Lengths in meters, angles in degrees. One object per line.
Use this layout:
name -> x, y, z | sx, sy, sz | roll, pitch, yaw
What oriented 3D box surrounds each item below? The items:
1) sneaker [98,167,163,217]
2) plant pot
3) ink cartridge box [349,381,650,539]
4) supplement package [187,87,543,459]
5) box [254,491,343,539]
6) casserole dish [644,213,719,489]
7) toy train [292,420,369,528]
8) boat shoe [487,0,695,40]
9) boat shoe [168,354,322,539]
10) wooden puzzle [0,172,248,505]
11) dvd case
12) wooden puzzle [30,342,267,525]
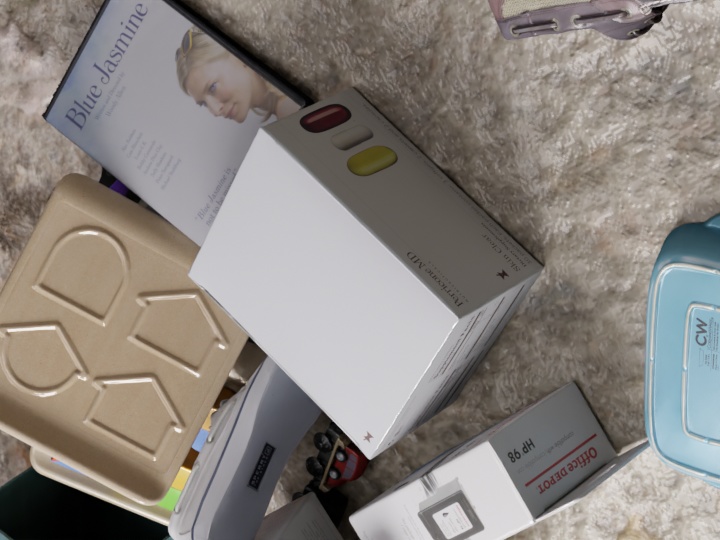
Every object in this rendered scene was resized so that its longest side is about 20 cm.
sneaker -> -0.206, -0.017, 1.556 | 0.099, 0.069, 0.201 | 44, 127, 25
plant pot -> -0.249, 0.283, 1.674 | 0.141, 0.141, 0.201 | 32, 132, 25
ink cartridge box -> 0.100, 0.147, 1.336 | 0.200, 0.116, 0.067 | -35, 85, 42
supplement package -> 0.000, 0.000, 1.357 | 0.200, 0.111, 0.156 | 44, 131, 15
box -> -0.068, 0.276, 1.429 | 0.097, 0.200, 0.125 | -29, 98, 21
casserole dish -> 0.238, 0.062, 1.237 | 0.120, 0.039, 0.202 | 15, 117, 34
toy train -> -0.015, 0.145, 1.485 | 0.046, 0.034, 0.201 | 34, 128, 19
boat shoe -> 0.164, -0.177, 1.175 | 0.199, 0.072, 0.065 | 1, 122, 36
boat shoe -> -0.088, 0.123, 1.447 | 0.065, 0.201, 0.074 | 12, 155, 41
wooden puzzle -> -0.191, 0.053, 1.457 | 0.184, 0.046, 0.201 | 28, 84, -3
dvd case -> -0.143, -0.123, 1.448 | 0.200, 0.018, 0.143 | 38, 107, 21
wooden puzzle -> -0.167, 0.126, 1.535 | 0.184, 0.046, 0.201 | 23, 125, -2
